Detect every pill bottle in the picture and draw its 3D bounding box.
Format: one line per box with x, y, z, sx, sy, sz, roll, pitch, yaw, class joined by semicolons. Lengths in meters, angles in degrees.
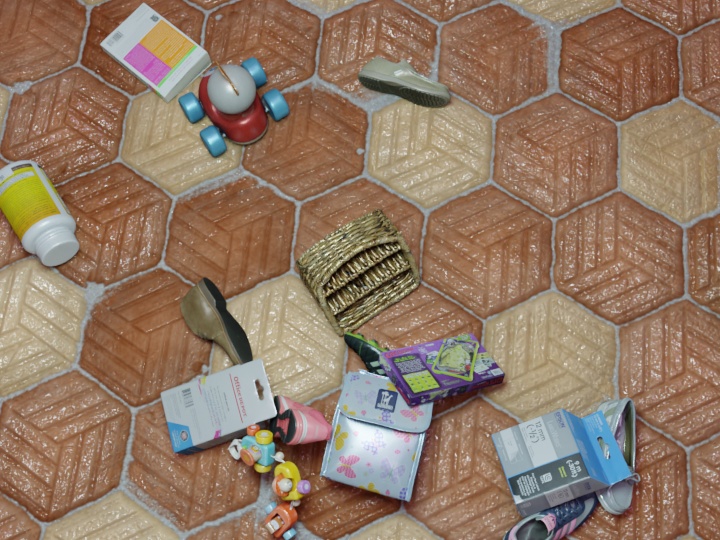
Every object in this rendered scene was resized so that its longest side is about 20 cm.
-0.628;-0.109;1.823;0.109;0.109;0.200;-33;72;-10;pill bottle

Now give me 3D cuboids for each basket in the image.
0.000;0.000;1.751;0.200;0.143;0.149;-31;72;-9;basket

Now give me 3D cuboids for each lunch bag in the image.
0.031;0.286;1.649;0.169;0.127;0.201;16;79;5;lunch bag

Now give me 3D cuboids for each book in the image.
-0.434;-0.461;1.980;0.200;0.048;0.134;40;78;15;book

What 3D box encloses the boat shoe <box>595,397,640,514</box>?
0.455;0.326;1.654;0.074;0.065;0.203;18;65;-20;boat shoe

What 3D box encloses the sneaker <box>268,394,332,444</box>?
-0.106;0.270;1.648;0.087;0.200;0.074;11;91;-19;sneaker

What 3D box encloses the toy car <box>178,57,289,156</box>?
-0.261;-0.360;1.856;0.184;0.200;0.177;-31;72;-10;toy car

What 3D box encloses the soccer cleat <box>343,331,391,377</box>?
0.043;0.187;1.727;0.200;0.068;0.081;34;87;12;soccer cleat

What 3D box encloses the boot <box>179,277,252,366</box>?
-0.270;0.114;1.767;0.075;0.074;0.200;-37;69;9;boot

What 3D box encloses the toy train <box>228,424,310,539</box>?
-0.167;0.369;1.616;0.056;0.150;0.200;-21;71;-49;toy train

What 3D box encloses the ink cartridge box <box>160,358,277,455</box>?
-0.247;0.246;1.691;0.199;0.068;0.115;-20;71;6;ink cartridge box

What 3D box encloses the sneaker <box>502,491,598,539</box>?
0.337;0.431;1.620;0.200;0.082;0.070;-35;73;-11;sneaker

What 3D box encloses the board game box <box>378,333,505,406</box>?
0.146;0.175;1.682;0.199;0.032;0.120;-9;45;-26;board game box

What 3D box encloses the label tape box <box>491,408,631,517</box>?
0.345;0.320;1.623;0.200;0.066;0.144;-24;47;9;label tape box

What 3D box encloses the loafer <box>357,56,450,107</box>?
0.095;-0.393;1.926;0.199;0.076;0.068;19;78;9;loafer
